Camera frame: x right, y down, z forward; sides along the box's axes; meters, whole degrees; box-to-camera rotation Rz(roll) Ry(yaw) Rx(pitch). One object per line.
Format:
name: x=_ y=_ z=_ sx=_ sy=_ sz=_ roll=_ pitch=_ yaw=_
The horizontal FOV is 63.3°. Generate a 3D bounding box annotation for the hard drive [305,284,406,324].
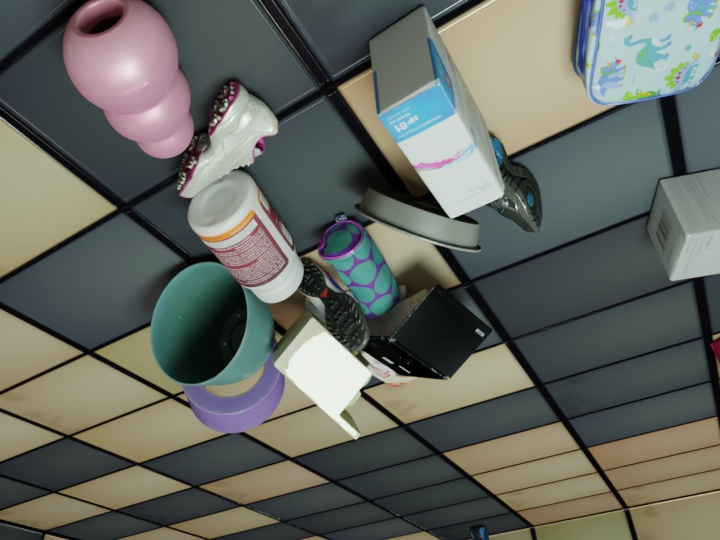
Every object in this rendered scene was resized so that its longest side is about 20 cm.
hard drive: x=-0.002 y=0.086 z=1.155 sx=0.192 sy=0.027 sz=0.134 roll=-6 pitch=141 yaw=5

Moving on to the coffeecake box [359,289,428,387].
coffeecake box: x=0.095 y=0.140 z=1.145 sx=0.197 sy=0.075 sz=0.152 roll=-30 pitch=134 yaw=30

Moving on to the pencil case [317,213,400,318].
pencil case: x=0.000 y=0.000 z=0.997 sx=0.090 sy=0.087 sz=0.201 roll=2 pitch=148 yaw=27

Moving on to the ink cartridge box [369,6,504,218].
ink cartridge box: x=0.096 y=-0.187 z=0.721 sx=0.083 sy=0.148 sz=0.200 roll=-23 pitch=138 yaw=24

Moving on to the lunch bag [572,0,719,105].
lunch bag: x=0.324 y=-0.293 z=0.656 sx=0.155 sy=0.085 sz=0.203 roll=-10 pitch=141 yaw=7

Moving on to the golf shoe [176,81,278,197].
golf shoe: x=-0.185 y=-0.158 z=0.799 sx=0.090 sy=0.077 sz=0.199 roll=20 pitch=137 yaw=-32

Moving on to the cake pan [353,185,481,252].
cake pan: x=0.087 y=-0.078 z=0.843 sx=0.194 sy=0.200 sz=0.038 roll=14 pitch=104 yaw=-20

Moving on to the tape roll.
tape roll: x=-0.247 y=0.203 z=1.140 sx=0.192 sy=0.205 sz=0.086 roll=-1 pitch=143 yaw=-2

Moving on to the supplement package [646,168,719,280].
supplement package: x=0.576 y=-0.079 z=0.914 sx=0.193 sy=0.120 sz=0.118 roll=-10 pitch=141 yaw=8

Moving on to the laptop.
laptop: x=0.101 y=0.115 z=1.049 sx=0.176 sy=0.106 sz=0.197 roll=37 pitch=154 yaw=-33

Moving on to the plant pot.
plant pot: x=-0.243 y=0.108 z=1.034 sx=0.194 sy=0.207 sz=0.161 roll=-16 pitch=159 yaw=16

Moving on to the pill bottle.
pill bottle: x=-0.169 y=-0.045 z=0.906 sx=0.110 sy=0.117 sz=0.202 roll=-14 pitch=140 yaw=14

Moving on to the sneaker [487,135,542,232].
sneaker: x=0.211 y=-0.124 z=0.885 sx=0.080 sy=0.075 sz=0.199 roll=-15 pitch=138 yaw=41

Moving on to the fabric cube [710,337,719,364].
fabric cube: x=0.915 y=0.203 z=1.229 sx=0.193 sy=0.201 sz=0.201 roll=10 pitch=142 yaw=-18

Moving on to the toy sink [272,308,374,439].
toy sink: x=-0.051 y=0.177 z=1.040 sx=0.200 sy=0.130 sz=0.113 roll=44 pitch=85 yaw=-9

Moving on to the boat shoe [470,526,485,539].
boat shoe: x=0.507 y=1.141 z=2.479 sx=0.066 sy=0.085 sz=0.205 roll=0 pitch=123 yaw=24

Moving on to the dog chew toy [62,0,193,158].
dog chew toy: x=-0.258 y=-0.214 z=0.691 sx=0.120 sy=0.128 sz=0.202 roll=-6 pitch=150 yaw=4

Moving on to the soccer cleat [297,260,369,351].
soccer cleat: x=-0.041 y=0.061 z=1.001 sx=0.069 sy=0.200 sz=0.073 roll=-48 pitch=148 yaw=6
